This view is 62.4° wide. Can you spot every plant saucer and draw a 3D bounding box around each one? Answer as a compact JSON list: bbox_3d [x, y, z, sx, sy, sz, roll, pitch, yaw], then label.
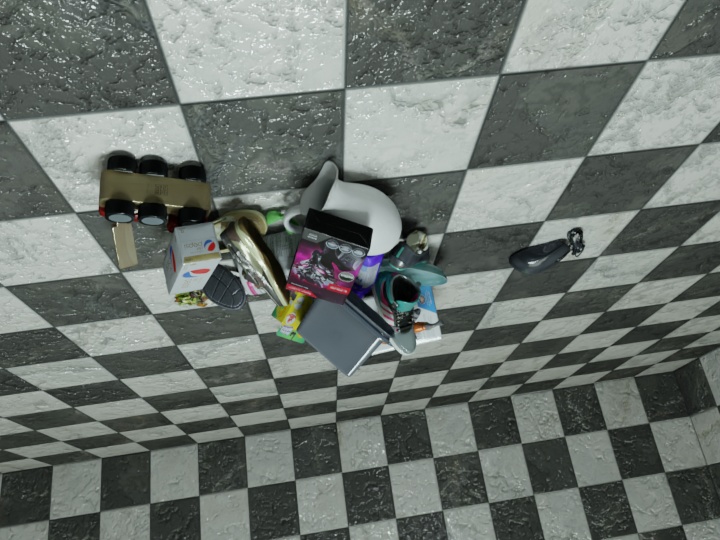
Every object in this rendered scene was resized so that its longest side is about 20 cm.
[{"bbox_3d":[0.114,0.003,1.426,0.193,0.028,0.200,7,169,1],"label":"plant saucer"}]

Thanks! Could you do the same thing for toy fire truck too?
[{"bbox_3d":[-0.360,-0.088,1.022,0.171,0.133,0.199,3,165,-27],"label":"toy fire truck"}]

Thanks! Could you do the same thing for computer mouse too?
[{"bbox_3d":[0.478,-0.034,1.516,0.194,0.054,0.138,-18,155,17],"label":"computer mouse"}]

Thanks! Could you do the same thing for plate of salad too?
[{"bbox_3d":[-0.351,0.051,1.392,0.193,0.049,0.201,-8,155,-4],"label":"plate of salad"}]

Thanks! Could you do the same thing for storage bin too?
[{"bbox_3d":[-0.041,0.122,1.303,0.135,0.199,0.146,-49,-178,6],"label":"storage bin"}]

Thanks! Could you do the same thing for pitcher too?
[{"bbox_3d":[-0.032,-0.096,1.115,0.169,0.125,0.197,-29,140,35],"label":"pitcher"}]

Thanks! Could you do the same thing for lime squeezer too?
[{"bbox_3d":[-0.150,-0.075,1.152,0.194,0.073,0.038,14,-172,10],"label":"lime squeezer"}]

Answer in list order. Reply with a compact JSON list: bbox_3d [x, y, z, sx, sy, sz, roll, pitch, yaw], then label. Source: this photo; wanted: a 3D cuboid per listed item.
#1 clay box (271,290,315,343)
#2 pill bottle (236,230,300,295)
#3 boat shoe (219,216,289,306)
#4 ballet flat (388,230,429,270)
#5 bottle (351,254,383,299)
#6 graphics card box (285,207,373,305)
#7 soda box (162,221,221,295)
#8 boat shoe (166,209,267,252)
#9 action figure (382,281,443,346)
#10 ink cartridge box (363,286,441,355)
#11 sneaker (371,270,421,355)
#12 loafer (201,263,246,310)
[{"bbox_3d":[-0.122,0.059,1.347,0.204,0.047,0.114,-60,145,1],"label":"clay box"},{"bbox_3d":[-0.147,-0.024,1.227,0.193,0.117,0.114,-11,156,5],"label":"pill bottle"},{"bbox_3d":[-0.196,-0.009,1.125,0.063,0.074,0.203,-21,121,9],"label":"boat shoe"},{"bbox_3d":[0.119,-0.050,1.301,0.071,0.075,0.199,-21,-179,25],"label":"ballet flat"},{"bbox_3d":[0.000,0.000,1.343,0.064,0.084,0.202,-31,157,-27],"label":"bottle"},{"bbox_3d":[-0.061,-0.019,1.092,0.122,0.052,0.202,18,142,-8],"label":"graphics card box"},{"bbox_3d":[-0.297,-0.016,1.033,0.066,0.066,0.199,-11,168,-27],"label":"soda box"},{"bbox_3d":[-0.272,-0.063,1.132,0.194,0.064,0.075,-8,124,6],"label":"boat shoe"},{"bbox_3d":[0.087,0.110,1.480,0.192,0.202,0.104,-39,-179,33],"label":"action figure"},{"bbox_3d":[0.108,0.126,1.587,0.193,0.150,0.084,-13,-177,8],"label":"ink cartridge box"},{"bbox_3d":[0.099,0.092,1.350,0.082,0.205,0.120,-22,-179,-26],"label":"sneaker"},{"bbox_3d":[-0.310,0.017,1.228,0.196,0.073,0.063,31,173,12],"label":"loafer"}]
